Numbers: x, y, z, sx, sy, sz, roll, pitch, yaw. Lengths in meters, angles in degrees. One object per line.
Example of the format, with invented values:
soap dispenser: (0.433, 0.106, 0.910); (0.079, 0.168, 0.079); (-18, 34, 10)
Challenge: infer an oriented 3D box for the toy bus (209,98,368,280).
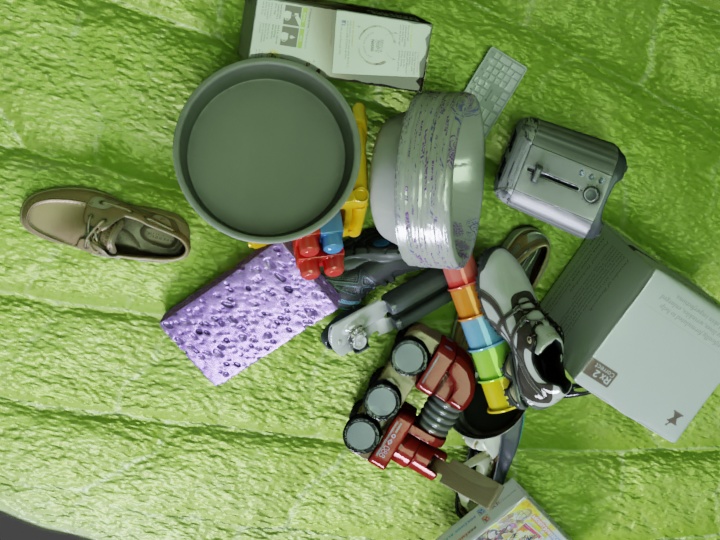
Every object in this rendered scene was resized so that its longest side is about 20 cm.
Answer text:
toy bus: (-0.084, -0.084, 1.530); (0.199, 0.136, 0.193); (-4, 70, -8)

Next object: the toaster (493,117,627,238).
toaster: (0.232, -0.115, 1.605); (0.129, 0.200, 0.114); (22, 103, 1)

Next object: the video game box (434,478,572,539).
video game box: (0.181, 0.383, 1.792); (0.182, 0.047, 0.200); (-37, 132, 5)

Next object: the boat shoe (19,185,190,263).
boat shoe: (-0.294, -0.051, 1.581); (0.199, 0.065, 0.072); (8, 107, -13)

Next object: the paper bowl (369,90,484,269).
paper bowl: (0.075, -0.103, 1.554); (0.104, 0.201, 0.202); (3, 110, 16)

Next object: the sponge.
sponge: (-0.133, 0.049, 1.632); (0.200, 0.030, 0.112); (-33, 111, 23)

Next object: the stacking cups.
stacking cups: (0.152, 0.069, 1.651); (0.060, 0.061, 0.201); (-18, 95, -4)

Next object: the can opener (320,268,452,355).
can opener: (0.042, 0.040, 1.678); (0.199, 0.067, 0.053); (-27, 130, -9)

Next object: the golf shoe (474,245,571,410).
golf shoe: (0.199, 0.062, 1.597); (0.077, 0.094, 0.201); (-17, 88, -33)

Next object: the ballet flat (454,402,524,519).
ballet flat: (0.161, 0.237, 1.756); (0.073, 0.073, 0.201); (7, 109, -13)

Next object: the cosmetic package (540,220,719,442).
cosmetic package: (0.336, 0.071, 1.666); (0.164, 0.200, 0.165); (31, 101, -19)

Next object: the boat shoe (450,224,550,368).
boat shoe: (0.174, 0.041, 1.692); (0.071, 0.076, 0.201); (20, 105, -18)

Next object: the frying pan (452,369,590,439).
frying pan: (0.195, 0.147, 1.713); (0.189, 0.115, 0.031); (-25, 141, 12)

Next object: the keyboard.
keyboard: (0.127, -0.171, 1.648); (0.056, 0.011, 0.200); (28, 102, -18)

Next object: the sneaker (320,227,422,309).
sneaker: (0.000, 0.000, 1.656); (0.199, 0.073, 0.082); (-8, 115, 3)

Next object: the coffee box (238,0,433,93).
coffee box: (-0.030, -0.259, 1.533); (0.199, 0.113, 0.080); (7, 104, -12)

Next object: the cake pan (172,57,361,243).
cake pan: (-0.100, -0.126, 1.458); (0.199, 0.037, 0.201); (1, 83, -4)

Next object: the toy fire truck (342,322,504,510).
toy fire truck: (0.098, 0.187, 1.671); (0.199, 0.129, 0.176); (31, 101, 0)
